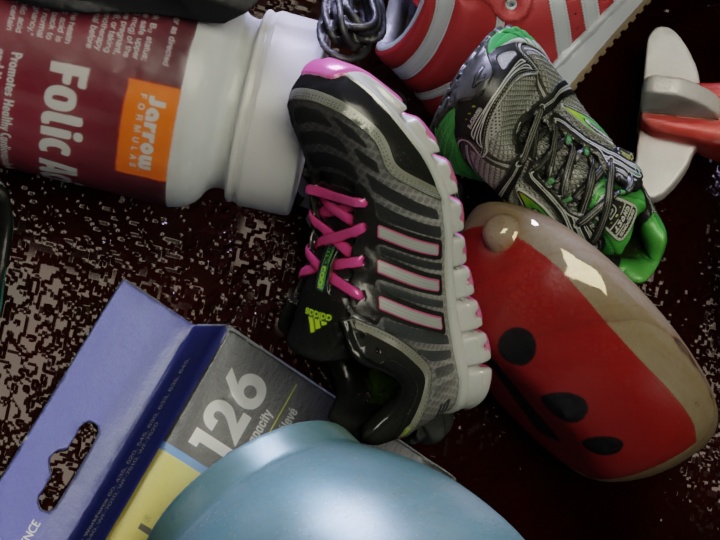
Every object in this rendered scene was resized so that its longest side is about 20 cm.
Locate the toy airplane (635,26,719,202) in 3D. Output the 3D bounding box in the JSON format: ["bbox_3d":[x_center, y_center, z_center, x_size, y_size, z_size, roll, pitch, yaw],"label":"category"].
[{"bbox_3d":[0.244,-0.081,1.259,0.199,0.141,0.201,-35,91,-20],"label":"toy airplane"}]

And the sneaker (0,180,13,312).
[{"bbox_3d":[-0.218,0.041,1.116,0.071,0.080,0.201,20,73,-13],"label":"sneaker"}]

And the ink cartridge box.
[{"bbox_3d":[-0.080,0.135,1.162,0.199,0.047,0.199,33,72,-11],"label":"ink cartridge box"}]

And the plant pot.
[{"bbox_3d":[-0.019,0.156,1.069,0.199,0.201,0.134,-26,61,-21],"label":"plant pot"}]

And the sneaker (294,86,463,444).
[{"bbox_3d":[0.022,-0.012,1.210,0.090,0.066,0.201,-18,79,-20],"label":"sneaker"}]

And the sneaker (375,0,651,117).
[{"bbox_3d":[0.091,-0.165,1.230,0.112,0.071,0.200,37,93,-21],"label":"sneaker"}]

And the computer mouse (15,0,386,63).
[{"bbox_3d":[-0.079,-0.173,1.109,0.198,0.046,0.141,10,46,-3],"label":"computer mouse"}]

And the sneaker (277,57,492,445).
[{"bbox_3d":[0.000,0.000,1.088,0.087,0.073,0.201,-37,126,-30],"label":"sneaker"}]

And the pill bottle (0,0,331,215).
[{"bbox_3d":[-0.120,-0.095,1.137,0.198,0.114,0.115,13,74,1],"label":"pill bottle"}]

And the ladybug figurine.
[{"bbox_3d":[0.105,0.043,1.180,0.072,0.135,0.200,-51,129,-13],"label":"ladybug figurine"}]

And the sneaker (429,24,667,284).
[{"bbox_3d":[0.103,-0.056,1.178,0.085,0.200,0.078,33,88,36],"label":"sneaker"}]
